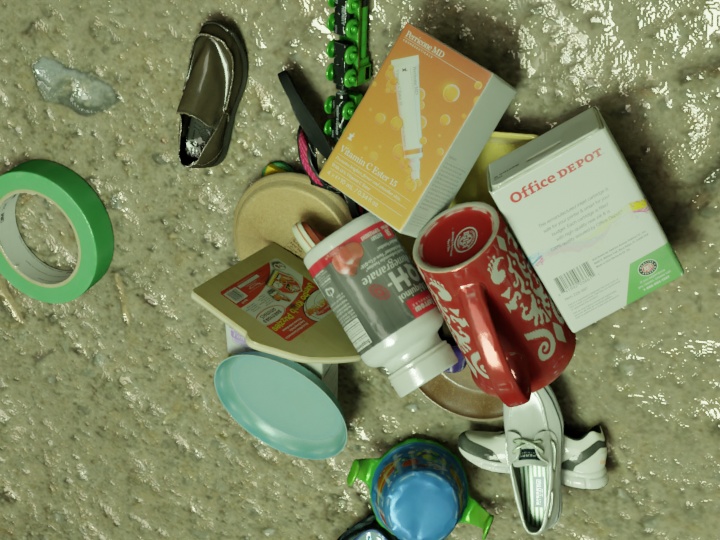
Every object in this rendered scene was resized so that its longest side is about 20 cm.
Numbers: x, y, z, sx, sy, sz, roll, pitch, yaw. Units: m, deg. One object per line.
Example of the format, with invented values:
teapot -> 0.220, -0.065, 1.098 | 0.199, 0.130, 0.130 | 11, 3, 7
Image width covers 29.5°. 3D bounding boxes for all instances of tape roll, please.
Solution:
tape roll -> -0.445, -0.054, 1.931 | 0.198, 0.048, 0.203 | 12, 120, 21

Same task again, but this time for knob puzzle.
knob puzzle -> -0.081, 0.057, 1.657 | 0.218, 0.220, 0.031 | 29, 123, 10

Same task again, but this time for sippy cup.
sippy cup -> 0.078, 0.296, 1.772 | 0.176, 0.130, 0.141 | -14, 92, 1

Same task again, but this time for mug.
mug -> 0.157, 0.039, 1.533 | 0.133, 0.178, 0.201 | -36, 125, -5

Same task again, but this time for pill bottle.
pill bottle -> 0.028, 0.042, 1.588 | 0.110, 0.110, 0.201 | -35, 84, 35

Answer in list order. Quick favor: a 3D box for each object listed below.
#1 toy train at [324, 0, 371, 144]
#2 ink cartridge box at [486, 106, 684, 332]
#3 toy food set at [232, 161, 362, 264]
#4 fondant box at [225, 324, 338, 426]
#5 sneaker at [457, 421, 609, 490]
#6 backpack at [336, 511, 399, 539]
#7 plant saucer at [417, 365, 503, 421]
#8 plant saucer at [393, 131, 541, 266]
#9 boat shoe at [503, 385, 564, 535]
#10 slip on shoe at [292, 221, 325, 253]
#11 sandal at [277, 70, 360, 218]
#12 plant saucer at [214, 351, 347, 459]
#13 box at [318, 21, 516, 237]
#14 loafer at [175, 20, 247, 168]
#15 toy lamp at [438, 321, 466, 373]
toy train -> -0.012, -0.245, 1.616 | 0.041, 0.056, 0.202 | 23, 125, 32
ink cartridge box -> 0.249, -0.058, 1.527 | 0.144, 0.088, 0.201 | -29, 111, 13
toy food set -> -0.073, -0.038, 1.756 | 0.198, 0.049, 0.200 | 28, 124, 11
fondant box -> -0.103, 0.103, 1.802 | 0.143, 0.058, 0.201 | 20, 140, 16
sneaker -> 0.221, 0.220, 1.741 | 0.197, 0.074, 0.081 | 7, 103, 18
backpack -> 0.022, 0.447, 1.898 | 0.183, 0.147, 0.200 | 47, 129, 1
plant saucer -> 0.142, 0.094, 1.726 | 0.198, 0.037, 0.203 | 11, 120, 20
plant saucer -> 0.132, -0.081, 1.634 | 0.198, 0.048, 0.202 | 7, 117, 23
boat shoe -> 0.214, 0.223, 1.669 | 0.073, 0.067, 0.203 | -10, 95, 20
slip on shoe -> 0.000, 0.000, 1.681 | 0.199, 0.074, 0.061 | 37, 86, 7
sandal -> -0.059, -0.147, 1.666 | 0.045, 0.075, 0.201 | -30, 86, 1
plant saucer -> -0.102, 0.174, 1.811 | 0.198, 0.028, 0.201 | 19, 141, 16
box -> 0.065, -0.154, 1.540 | 0.124, 0.097, 0.201 | 33, 98, 21
loafer -> -0.191, -0.211, 1.711 | 0.072, 0.071, 0.202 | 18, 122, 16
toy lamp -> 0.109, 0.034, 1.643 | 0.058, 0.058, 0.202 | 12, 125, 20
